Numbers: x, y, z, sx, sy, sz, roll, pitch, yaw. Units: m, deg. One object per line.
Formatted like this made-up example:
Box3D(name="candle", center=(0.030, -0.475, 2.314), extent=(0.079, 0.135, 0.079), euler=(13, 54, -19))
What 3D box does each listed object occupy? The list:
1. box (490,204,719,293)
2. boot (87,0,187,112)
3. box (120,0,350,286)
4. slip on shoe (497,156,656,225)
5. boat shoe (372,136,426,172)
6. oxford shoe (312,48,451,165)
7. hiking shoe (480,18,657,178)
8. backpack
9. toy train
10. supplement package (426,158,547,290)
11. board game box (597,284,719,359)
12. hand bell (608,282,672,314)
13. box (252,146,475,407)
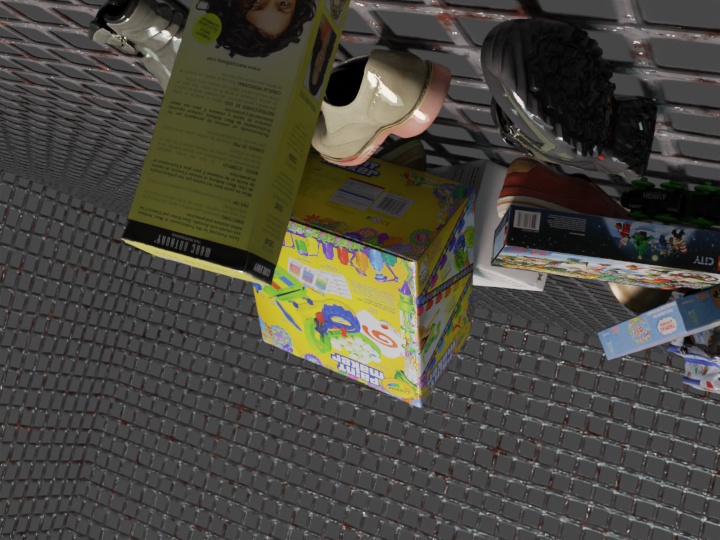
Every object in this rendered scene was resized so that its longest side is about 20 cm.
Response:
Box3D(name="box", center=(0.224, -0.017, 0.834), extent=(0.197, 0.038, 0.137), euler=(8, 173, 4))
Box3D(name="boot", center=(-0.173, -0.186, 0.789), extent=(0.129, 0.069, 0.199), euler=(23, 165, -24))
Box3D(name="box", center=(-0.059, -0.100, 0.490), extent=(0.074, 0.203, 0.050), euler=(13, 175, 14))
Box3D(name="slip on shoe", center=(0.217, -0.062, 0.888), extent=(0.198, 0.062, 0.074), euler=(13, 170, -30))
Box3D(name="boat shoe", center=(0.042, -0.073, 0.982), extent=(0.071, 0.077, 0.200), euler=(-24, 166, -12))
Box3D(name="oxford shoe", center=(-0.004, -0.138, 0.737), extent=(0.073, 0.072, 0.199), euler=(22, 163, -22))
Box3D(name="hiking shoe", center=(0.119, -0.105, 0.607), extent=(0.100, 0.077, 0.199), euler=(7, 172, 39))
Box3D(name="backpack", center=(0.526, 0.099, 1.275), extent=(0.197, 0.156, 0.191), euler=(13, -174, -8))
Box3D(name="toy train", center=(0.322, -0.052, 0.792), extent=(0.198, 0.042, 0.056), euler=(11, -176, 43))
Box3D(name="supplement package", center=(0.125, -0.049, 1.035), extent=(0.112, 0.111, 0.200), euler=(18, 175, -21))
Box3D(name="board game box", center=(0.366, 0.038, 0.939), extent=(0.197, 0.037, 0.151), euler=(-14, 169, -17))
Box3D(name="hand bell", center=(0.350, -0.021, 0.917), extent=(0.103, 0.106, 0.199), euler=(17, 163, -24))
Box3D(name="box", center=(0.000, 0.000, 0.917), extent=(0.198, 0.122, 0.195), euler=(20, 136, 25))
